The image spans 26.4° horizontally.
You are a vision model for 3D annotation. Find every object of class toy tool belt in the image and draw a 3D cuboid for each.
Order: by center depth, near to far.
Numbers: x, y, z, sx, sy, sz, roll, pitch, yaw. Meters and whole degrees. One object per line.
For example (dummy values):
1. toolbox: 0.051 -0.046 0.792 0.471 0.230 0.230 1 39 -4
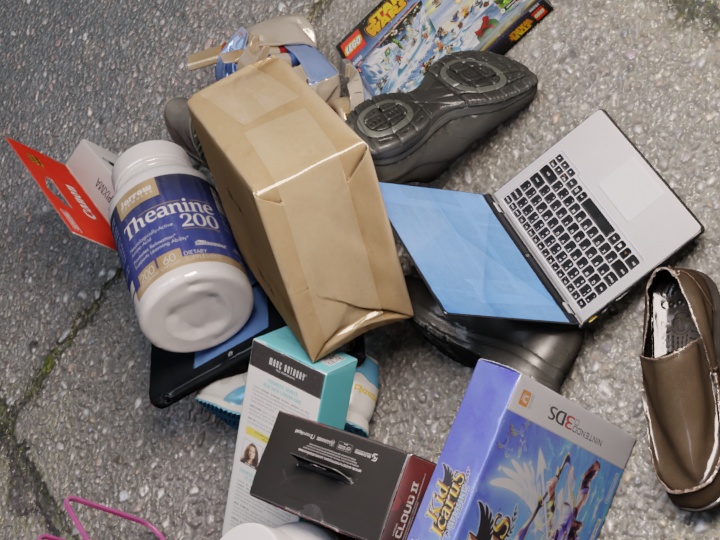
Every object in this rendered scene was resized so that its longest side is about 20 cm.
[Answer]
1. toy tool belt: -0.088 -0.177 1.538 0.200 0.122 0.126 50 143 45

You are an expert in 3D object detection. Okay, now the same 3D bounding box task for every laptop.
1. laptop: 0.140 -0.053 1.267 0.200 0.116 0.188 -39 42 9

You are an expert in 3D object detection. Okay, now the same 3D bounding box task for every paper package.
1. paper package: -0.053 -0.055 1.324 0.103 0.192 0.200 -25 35 -11

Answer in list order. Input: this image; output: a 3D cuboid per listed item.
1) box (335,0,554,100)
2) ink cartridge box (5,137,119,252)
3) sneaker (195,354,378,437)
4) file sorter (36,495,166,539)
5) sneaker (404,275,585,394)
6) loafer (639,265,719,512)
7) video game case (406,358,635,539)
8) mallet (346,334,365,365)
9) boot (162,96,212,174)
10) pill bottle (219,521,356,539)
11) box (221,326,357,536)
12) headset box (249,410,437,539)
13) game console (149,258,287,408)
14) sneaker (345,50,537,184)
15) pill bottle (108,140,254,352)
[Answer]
1. box: 0.078 -0.236 1.491 0.200 0.040 0.137 -41 50 18
2. ink cartridge box: -0.263 -0.076 1.614 0.044 0.173 0.200 -52 47 9
3. sneaker: -0.067 0.115 1.435 0.199 0.077 0.081 0 62 34
4. file sorter: -0.268 0.335 1.454 0.200 0.139 0.125 -53 43 8
5. sneaker: 0.112 0.042 1.322 0.199 0.076 0.091 27 79 37
6. loafer: 0.241 0.086 1.178 0.073 0.071 0.201 -21 58 32
7. video game case: 0.116 0.189 1.160 0.045 0.181 0.201 17 81 43
8. mallet: 0.000 0.000 1.424 0.066 0.041 0.201 -37 39 23
9. boot: -0.145 -0.137 1.530 0.072 0.182 0.200 -36 40 -4
10. pill bottle: -0.031 0.266 1.237 0.111 0.200 0.112 -18 59 33
11. box: -0.064 0.158 1.350 0.082 0.049 0.201 24 114 29
12. headset box: 0.021 0.182 1.232 0.148 0.200 0.078 12 78 44
13. game console: -0.123 0.031 1.495 0.199 0.031 0.177 -30 32 19
14. sneaker: 0.072 -0.131 1.383 0.199 0.091 0.076 -25 50 -19
15. pill bottle: -0.178 -0.029 1.464 0.111 0.111 0.201 -40 48 19
